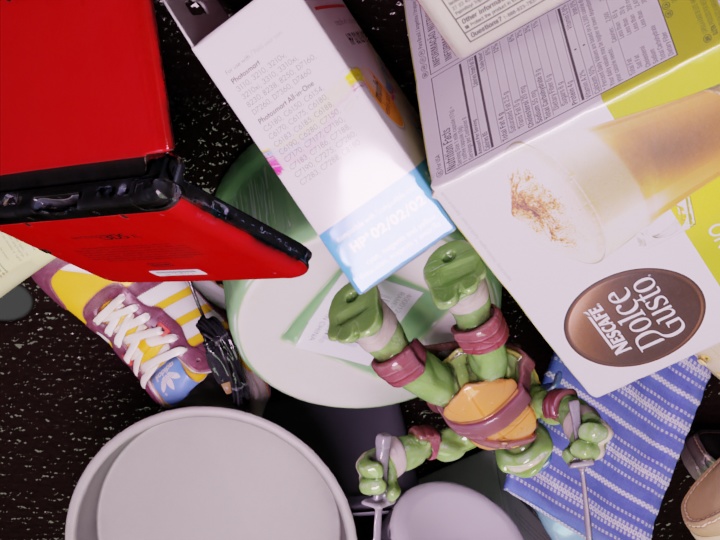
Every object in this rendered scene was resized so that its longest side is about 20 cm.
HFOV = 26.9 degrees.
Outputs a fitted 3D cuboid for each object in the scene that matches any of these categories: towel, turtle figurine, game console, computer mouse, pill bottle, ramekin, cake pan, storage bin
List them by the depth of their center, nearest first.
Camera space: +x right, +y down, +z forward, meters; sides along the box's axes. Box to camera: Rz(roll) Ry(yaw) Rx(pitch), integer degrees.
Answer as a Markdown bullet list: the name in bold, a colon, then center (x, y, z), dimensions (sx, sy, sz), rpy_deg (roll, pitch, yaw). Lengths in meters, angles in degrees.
- **game console**: center (-0.134, -0.076, 0.853), dimensions (0.199, 0.120, 0.172), rpy_deg (-1, 158, 47)
- **turtle figurine**: center (0.065, 0.095, 0.883), dimensions (0.143, 0.201, 0.195), rpy_deg (4, 139, 43)
- **computer mouse**: center (-0.124, 0.004, 0.969), dimensions (0.034, 0.059, 0.202), rpy_deg (-29, 105, -14)
- **ramekin**: center (0.000, 0.000, 0.993), dimensions (0.198, 0.098, 0.201), rpy_deg (-3, 135, -3)
- **cake pan**: center (-0.099, 0.183, 1.019), dimensions (0.198, 0.037, 0.203), rpy_deg (1, 104, 4)
- **pill bottle**: center (0.032, 0.247, 1.046), dimensions (0.105, 0.107, 0.201), rpy_deg (12, 131, -18)
- **towel**: center (0.187, 0.090, 1.060), dimensions (0.144, 0.202, 0.024), rpy_deg (33, 164, -31)
- **storage bin**: center (-0.040, 0.178, 1.138), dimensions (0.198, 0.135, 0.146), rpy_deg (-4, 135, -2)

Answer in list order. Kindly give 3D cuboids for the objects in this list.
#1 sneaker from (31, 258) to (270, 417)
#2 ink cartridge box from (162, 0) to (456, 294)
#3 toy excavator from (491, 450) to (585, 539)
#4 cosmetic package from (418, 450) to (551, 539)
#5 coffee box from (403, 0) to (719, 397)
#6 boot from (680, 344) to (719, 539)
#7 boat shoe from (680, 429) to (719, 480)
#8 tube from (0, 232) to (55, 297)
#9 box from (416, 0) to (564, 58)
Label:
- **sneaker**: center (-0.139, 0.040, 1.022), dimensions (0.199, 0.091, 0.075), rpy_deg (28, 126, -30)
- **ink cartridge box**: center (-0.022, -0.097, 0.833), dimensions (0.068, 0.115, 0.201), rpy_deg (-34, 94, 13)
- **toy excavator**: center (0.188, 0.193, 1.136), dimensions (0.099, 0.202, 0.194), rpy_deg (-26, 146, 19)
- **cosmetic package**: center (0.064, 0.287, 1.211), dimensions (0.198, 0.201, 0.123), rpy_deg (-26, 132, 19)
- **coffee box**: center (0.157, -0.089, 0.852), dimensions (0.196, 0.201, 0.200), rpy_deg (-26, 131, 19)
- **boot**: center (0.263, 0.091, 1.036), dimensions (0.155, 0.073, 0.200), rpy_deg (36, 117, -22)
- **boat shoe**: center (0.344, 0.148, 1.207), dimensions (0.198, 0.075, 0.074), rpy_deg (11, 123, -28)
- **tube**: center (-0.265, 0.003, 0.999), dimensions (0.058, 0.052, 0.200), rpy_deg (33, 123, -31)
- **box**: center (0.049, -0.232, 0.755), dimensions (0.127, 0.110, 0.200), rpy_deg (-27, 127, 18)
